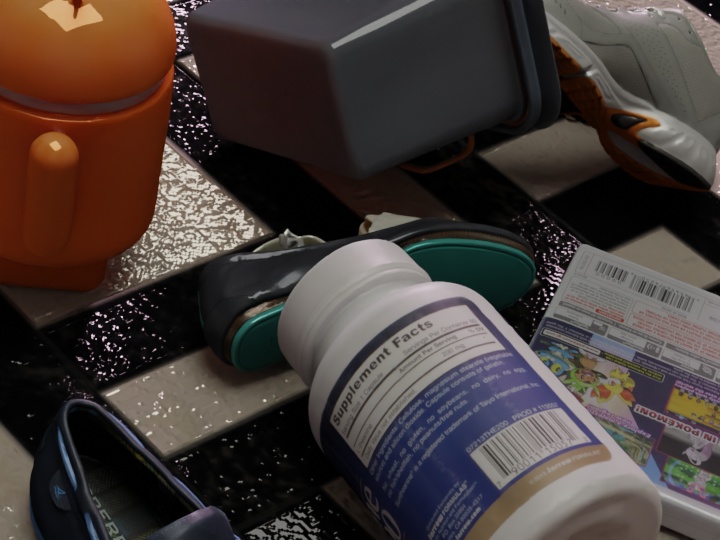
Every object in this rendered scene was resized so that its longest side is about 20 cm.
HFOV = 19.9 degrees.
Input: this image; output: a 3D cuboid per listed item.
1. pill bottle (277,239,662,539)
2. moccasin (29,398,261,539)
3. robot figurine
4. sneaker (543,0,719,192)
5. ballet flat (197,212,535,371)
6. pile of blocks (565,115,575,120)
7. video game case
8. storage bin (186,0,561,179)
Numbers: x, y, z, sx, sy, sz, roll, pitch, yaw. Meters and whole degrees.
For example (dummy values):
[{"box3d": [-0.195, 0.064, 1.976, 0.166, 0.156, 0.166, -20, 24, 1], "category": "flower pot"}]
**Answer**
[{"box3d": [0.044, 0.077, 0.986, 0.110, 0.112, 0.200, -14, 46, -31], "category": "pill bottle"}, {"box3d": [-0.088, 0.135, 0.908, 0.200, 0.069, 0.080, 38, 44, 28], "category": "moccasin"}, {"box3d": [-0.155, -0.084, 1.054, 0.116, 0.201, 0.144, 30, 41, 20], "category": "robot figurine"}, {"box3d": [0.152, -0.133, 1.234, 0.075, 0.199, 0.093, 5, 64, 54], "category": "sneaker"}, {"box3d": [0.000, 0.000, 1.107, 0.198, 0.074, 0.073, -14, 45, -27], "category": "ballet flat"}, {"box3d": [0.136, -0.142, 1.329, 0.198, 0.063, 0.082, 18, 38, 5], "category": "pile of blocks"}, {"box3d": [0.184, 0.075, 1.105, 0.198, 0.023, 0.183, 22, 38, 9], "category": "video game case"}, {"box3d": [-0.001, -0.117, 1.194, 0.134, 0.147, 0.199, -27, 27, -27], "category": "storage bin"}]
